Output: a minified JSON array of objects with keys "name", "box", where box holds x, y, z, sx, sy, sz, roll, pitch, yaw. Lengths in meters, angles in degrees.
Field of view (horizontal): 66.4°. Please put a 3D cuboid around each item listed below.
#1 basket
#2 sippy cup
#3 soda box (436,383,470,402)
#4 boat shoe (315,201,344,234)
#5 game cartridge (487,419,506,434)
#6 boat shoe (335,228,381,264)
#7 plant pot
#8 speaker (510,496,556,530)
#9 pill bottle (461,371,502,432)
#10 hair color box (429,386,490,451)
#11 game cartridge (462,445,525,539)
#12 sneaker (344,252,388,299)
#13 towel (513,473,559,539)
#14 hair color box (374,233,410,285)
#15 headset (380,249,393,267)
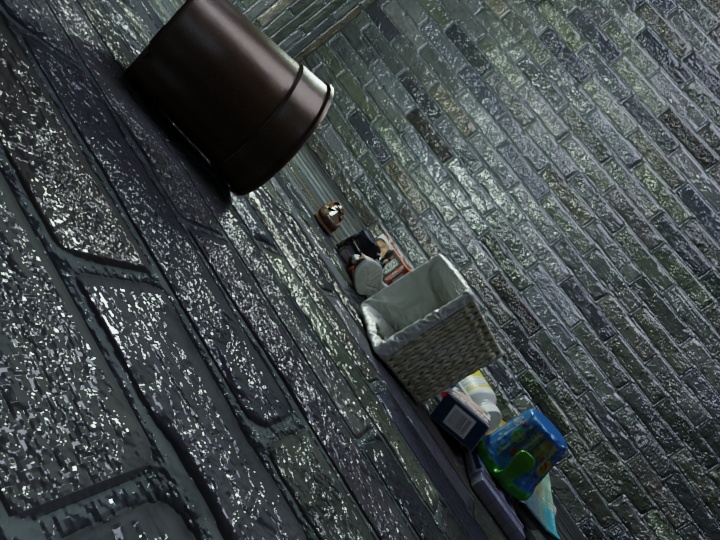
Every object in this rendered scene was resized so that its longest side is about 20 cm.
[{"name":"basket","box":[0.127,0.108,1.028,0.161,0.199,0.198,57,4,-22]},{"name":"sippy cup","box":[0.313,0.338,1.043,0.139,0.130,0.178,38,15,-18]},{"name":"soda box","box":[0.195,0.263,1.297,0.201,0.063,0.068,57,6,17]},{"name":"boat shoe","box":[-0.079,-0.154,1.500,0.071,0.070,0.200,53,7,-16]},{"name":"game cartridge","box":[0.370,0.454,1.481,0.200,0.032,0.177,42,22,-33]},{"name":"boat shoe","box":[0.030,-0.012,1.423,0.200,0.093,0.075,52,6,-18]},{"name":"plant pot","box":[-0.172,-0.238,0.709,0.198,0.200,0.201,42,11,-29]},{"name":"speaker","box":[0.342,0.466,1.210,0.201,0.081,0.081,53,6,-2]},{"name":"pill bottle","box":[0.284,0.322,1.434,0.111,0.111,0.200,49,8,-37]},{"name":"hair color box","box":[0.204,0.291,1.104,0.100,0.061,0.200,38,1,15]},{"name":"game cartridge","box":[0.244,0.404,1.028,0.130,0.038,0.200,58,6,1]},{"name":"sneaker","box":[0.000,0.000,1.276,0.112,0.077,0.200,52,-6,27]},{"name":"towel","box":[0.362,0.446,1.154,0.147,0.022,0.200,48,27,-15]},{"name":"hair color box","box":[0.102,-0.034,2.098,0.061,0.101,0.200,46,9,-52]},{"name":"headset","box":[0.035,-0.043,1.642,0.124,0.094,0.200,52,-5,-15]}]
